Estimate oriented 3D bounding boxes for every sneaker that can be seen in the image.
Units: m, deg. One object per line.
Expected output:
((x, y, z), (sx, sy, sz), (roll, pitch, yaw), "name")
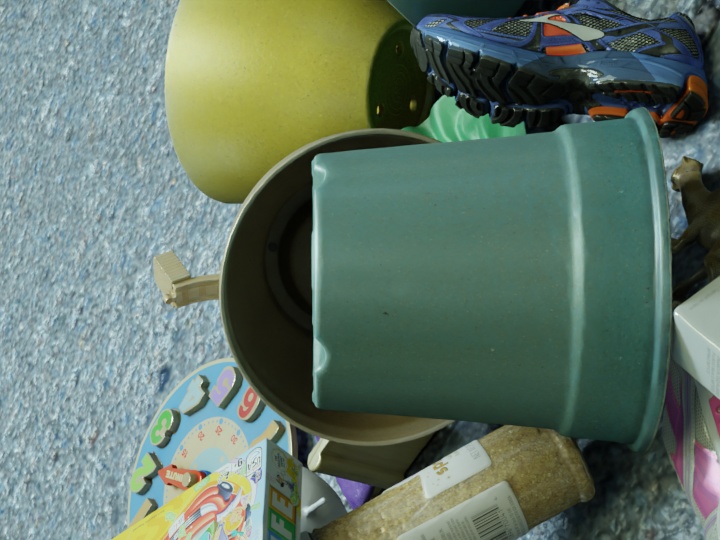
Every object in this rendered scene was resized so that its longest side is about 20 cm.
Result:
((0.221, 0.110, 1.090), (0.088, 0.081, 0.202), (133, 132, -73), "sneaker")
((0.131, -0.140, 1.248), (0.198, 0.076, 0.079), (10, 59, 8), "sneaker")

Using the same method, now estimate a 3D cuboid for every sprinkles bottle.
((0.045, 0.158, 1.188), (0.199, 0.068, 0.068), (-28, 47, -4), "sprinkles bottle")

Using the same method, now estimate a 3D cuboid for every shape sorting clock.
((-0.120, 0.165, 1.480), (0.199, 0.039, 0.202), (-20, 63, 45), "shape sorting clock")

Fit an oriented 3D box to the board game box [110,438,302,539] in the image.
((-0.119, 0.206, 1.175), (0.199, 0.034, 0.135), (-35, 34, 26), "board game box")

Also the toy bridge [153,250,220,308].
((-0.052, -0.011, 1.372), (0.067, 0.199, 0.027), (48, 150, 39), "toy bridge")

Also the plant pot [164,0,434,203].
((-0.029, -0.142, 1.405), (0.141, 0.200, 0.202), (8, 81, 30), "plant pot")

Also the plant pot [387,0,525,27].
((0.060, -0.266, 1.335), (0.161, 0.200, 0.201), (-46, 44, 8), "plant pot")

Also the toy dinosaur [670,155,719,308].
((0.231, -0.013, 1.136), (0.200, 0.058, 0.102), (32, 99, 50), "toy dinosaur")

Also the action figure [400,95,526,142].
((0.100, -0.037, 1.300), (0.118, 0.054, 0.201), (-45, 53, 26), "action figure")

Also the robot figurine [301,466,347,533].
((-0.063, 0.205, 1.303), (0.201, 0.168, 0.114), (96, 162, -53), "robot figurine")

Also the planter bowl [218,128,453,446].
((0.000, 0.000, 1.257), (0.201, 0.199, 0.135), (-66, 13, 6), "planter bowl")

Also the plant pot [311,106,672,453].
((0.068, 0.007, 1.111), (0.200, 0.194, 0.202), (179, 90, -88), "plant pot")

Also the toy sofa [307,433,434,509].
((-0.034, 0.076, 1.387), (0.098, 0.082, 0.200), (-53, 43, 20), "toy sofa")

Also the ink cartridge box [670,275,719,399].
((0.287, 0.048, 0.999), (0.160, 0.047, 0.200), (-33, 54, -18), "ink cartridge box")
